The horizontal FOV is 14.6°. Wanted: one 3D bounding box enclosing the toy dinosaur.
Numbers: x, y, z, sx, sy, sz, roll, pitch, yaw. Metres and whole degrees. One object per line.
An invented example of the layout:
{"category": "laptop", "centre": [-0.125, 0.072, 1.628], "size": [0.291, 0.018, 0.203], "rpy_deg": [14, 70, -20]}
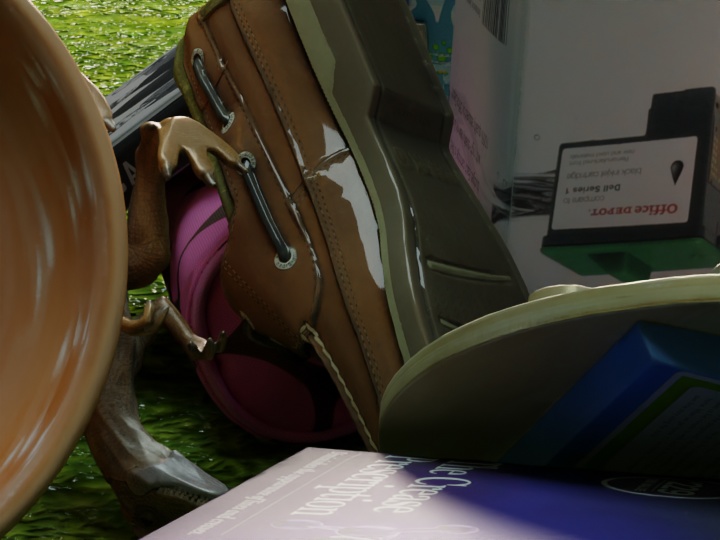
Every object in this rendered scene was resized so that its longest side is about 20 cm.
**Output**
{"category": "toy dinosaur", "centre": [-0.086, -0.014, 0.806], "size": [0.060, 0.106, 0.200], "rpy_deg": [3, 45, -29]}

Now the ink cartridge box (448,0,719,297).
{"category": "ink cartridge box", "centre": [0.075, -0.050, 0.878], "size": [0.084, 0.201, 0.146], "rpy_deg": [2, 14, -5]}

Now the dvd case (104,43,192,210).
{"category": "dvd case", "centre": [-0.087, -0.039, 0.961], "size": [0.200, 0.025, 0.150], "rpy_deg": [-36, 10, 8]}

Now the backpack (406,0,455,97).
{"category": "backpack", "centre": [0.030, -0.114, 1.134], "size": [0.146, 0.201, 0.183], "rpy_deg": [-5, 22, 0]}

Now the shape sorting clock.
{"category": "shape sorting clock", "centre": [0.103, 0.040, 0.626], "size": [0.199, 0.039, 0.200], "rpy_deg": [8, -24, 4]}

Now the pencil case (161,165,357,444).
{"category": "pencil case", "centre": [-0.019, -0.007, 0.936], "size": [0.093, 0.091, 0.200], "rpy_deg": [0, 16, -7]}

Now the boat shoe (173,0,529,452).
{"category": "boat shoe", "centre": [0.000, 0.000, 0.798], "size": [0.068, 0.200, 0.072], "rpy_deg": [-30, -32, 23]}

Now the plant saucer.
{"category": "plant saucer", "centre": [-0.160, -0.003, 0.720], "size": [0.200, 0.201, 0.037], "rpy_deg": [-2, -12, -12]}

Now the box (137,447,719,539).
{"category": "box", "centre": [0.028, 0.087, 0.511], "size": [0.141, 0.079, 0.200], "rpy_deg": [6, 7, 13]}
